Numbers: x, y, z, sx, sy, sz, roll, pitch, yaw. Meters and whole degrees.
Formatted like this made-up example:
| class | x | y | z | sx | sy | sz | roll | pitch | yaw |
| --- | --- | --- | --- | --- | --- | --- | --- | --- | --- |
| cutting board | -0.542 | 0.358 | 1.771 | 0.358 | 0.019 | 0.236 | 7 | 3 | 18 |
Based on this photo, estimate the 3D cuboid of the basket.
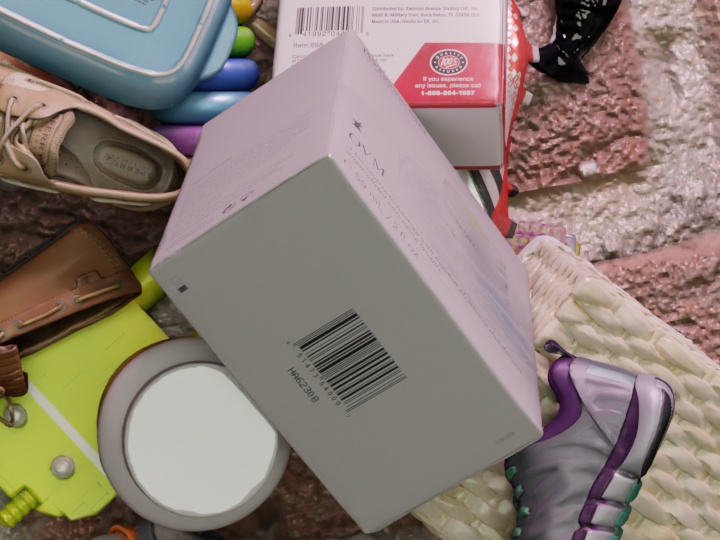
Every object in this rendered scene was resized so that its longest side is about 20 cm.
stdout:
| class | x | y | z | sx | sy | sz | roll | pitch | yaw |
| --- | --- | --- | --- | --- | --- | --- | --- | --- | --- |
| basket | 0.143 | 0.112 | 1.076 | 0.200 | 0.161 | 0.198 | 37 | 91 | -7 |

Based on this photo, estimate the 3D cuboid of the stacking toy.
| class | x | y | z | sx | sy | sz | roll | pitch | yaw |
| --- | --- | --- | --- | --- | --- | --- | --- | --- | --- |
| stacking toy | -0.100 | -0.155 | 1.106 | 0.085 | 0.085 | 0.200 | -1 | 96 | -8 |

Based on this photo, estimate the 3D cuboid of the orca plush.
| class | x | y | z | sx | sy | sz | roll | pitch | yaw |
| --- | --- | --- | --- | --- | --- | --- | --- | --- | --- |
| orca plush | 0.156 | -0.236 | 1.177 | 0.105 | 0.071 | 0.200 | 23 | 82 | -6 |

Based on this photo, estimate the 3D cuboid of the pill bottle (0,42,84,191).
| class | x | y | z | sx | sy | sz | roll | pitch | yaw |
| --- | --- | --- | --- | --- | --- | --- | --- | --- | --- |
| pill bottle | -0.218 | -0.161 | 1.094 | 0.112 | 0.112 | 0.200 | 31 | 81 | -4 |

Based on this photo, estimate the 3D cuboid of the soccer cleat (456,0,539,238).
| class | x | y | z | sx | sy | sz | roll | pitch | yaw |
| --- | --- | --- | --- | --- | --- | --- | --- | --- | --- |
| soccer cleat | 0.067 | -0.108 | 1.141 | 0.085 | 0.069 | 0.200 | 12 | 76 | -25 |

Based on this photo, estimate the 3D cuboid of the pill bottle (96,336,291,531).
| class | x | y | z | sx | sy | sz | roll | pitch | yaw |
| --- | --- | --- | --- | --- | --- | --- | --- | --- | --- |
| pill bottle | -0.100 | 0.095 | 0.999 | 0.113 | 0.200 | 0.113 | 0 | 88 | -10 |

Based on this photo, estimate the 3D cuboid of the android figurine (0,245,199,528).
| class | x | y | z | sx | sy | sz | roll | pitch | yaw |
| --- | --- | --- | --- | --- | --- | --- | --- | --- | --- |
| android figurine | -0.178 | 0.082 | 1.113 | 0.200 | 0.041 | 0.182 | -41 | 91 | -12 |

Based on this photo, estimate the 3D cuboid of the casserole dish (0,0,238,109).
| class | x | y | z | sx | sy | sz | roll | pitch | yaw |
| --- | --- | --- | --- | --- | --- | --- | --- | --- | --- |
| casserole dish | -0.167 | -0.178 | 1.030 | 0.200 | 0.039 | 0.121 | 24 | 84 | -14 |

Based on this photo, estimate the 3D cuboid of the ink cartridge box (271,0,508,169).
| class | x | y | z | sx | sy | sz | roll | pitch | yaw |
| --- | --- | --- | --- | --- | --- | --- | --- | --- | --- |
| ink cartridge box | 0.024 | -0.170 | 1.099 | 0.144 | 0.084 | 0.200 | 1 | 63 | 6 |

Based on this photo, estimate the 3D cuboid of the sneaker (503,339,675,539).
| class | x | y | z | sx | sy | sz | roll | pitch | yaw |
| --- | --- | --- | --- | --- | --- | --- | --- | --- | --- |
| sneaker | 0.107 | 0.143 | 0.971 | 0.087 | 0.074 | 0.200 | 23 | 87 | 13 |

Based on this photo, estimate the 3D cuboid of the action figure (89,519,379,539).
| class | x | y | z | sx | sy | sz | roll | pitch | yaw |
| --- | --- | --- | --- | --- | --- | --- | --- | --- | --- |
| action figure | -0.103 | 0.214 | 1.081 | 0.193 | 0.200 | 0.105 | 15 | 41 | -24 |

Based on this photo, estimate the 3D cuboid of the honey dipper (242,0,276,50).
| class | x | y | z | sx | sy | sz | roll | pitch | yaw |
| --- | --- | --- | --- | --- | --- | --- | --- | --- | --- |
| honey dipper | -0.033 | -0.140 | 1.160 | 0.200 | 0.038 | 0.038 | 36 | 81 | -6 |

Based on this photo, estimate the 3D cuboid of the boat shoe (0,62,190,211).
| class | x | y | z | sx | sy | sz | roll | pitch | yaw |
| --- | --- | --- | --- | --- | --- | --- | --- | --- | --- |
| boat shoe | -0.195 | -0.084 | 1.012 | 0.200 | 0.065 | 0.071 | 13 | 89 | -23 |

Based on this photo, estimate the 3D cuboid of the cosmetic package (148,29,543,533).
| class | x | y | z | sx | sy | sz | roll | pitch | yaw |
| --- | --- | --- | --- | --- | --- | --- | --- | --- | --- |
| cosmetic package | 0.000 | 0.000 | 0.961 | 0.123 | 0.200 | 0.199 | -32 | 111 | 16 |

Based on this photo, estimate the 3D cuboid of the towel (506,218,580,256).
| class | x | y | z | sx | sy | sz | roll | pitch | yaw |
| --- | --- | --- | --- | --- | --- | --- | --- | --- | --- |
| towel | 0.049 | 0.029 | 1.160 | 0.200 | 0.023 | 0.144 | 8 | 84 | -7 |

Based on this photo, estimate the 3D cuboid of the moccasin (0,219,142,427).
| class | x | y | z | sx | sy | sz | roll | pitch | yaw |
| --- | --- | --- | --- | --- | --- | --- | --- | --- | --- |
| moccasin | -0.228 | 0.053 | 1.055 | 0.201 | 0.074 | 0.078 | -36 | 82 | -21 |
